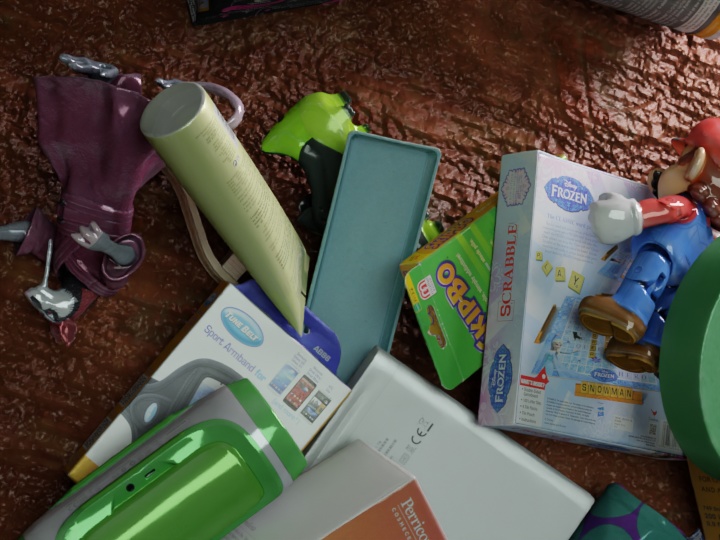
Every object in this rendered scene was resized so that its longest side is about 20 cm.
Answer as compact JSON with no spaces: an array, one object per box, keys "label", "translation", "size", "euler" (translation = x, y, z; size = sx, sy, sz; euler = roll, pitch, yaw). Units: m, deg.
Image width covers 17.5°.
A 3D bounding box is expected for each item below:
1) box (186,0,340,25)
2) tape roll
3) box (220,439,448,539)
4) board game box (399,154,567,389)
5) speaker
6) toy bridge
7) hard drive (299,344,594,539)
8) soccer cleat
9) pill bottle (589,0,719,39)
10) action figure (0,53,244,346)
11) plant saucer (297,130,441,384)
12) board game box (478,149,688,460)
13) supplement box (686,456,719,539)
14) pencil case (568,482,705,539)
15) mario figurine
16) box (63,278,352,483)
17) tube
[{"label":"box","translation":[-0.029,-0.266,1.693],"size":[0.199,0.115,0.133],"euler":[-12,88,-21]},{"label":"tape roll","translation":[0.307,0.062,1.687],"size":[0.199,0.048,0.202],"euler":[-5,100,-31]},{"label":"box","translation":[-0.031,0.240,1.608],"size":[0.199,0.106,0.153],"euler":[-32,110,-13]},{"label":"board game box","translation":[0.101,0.000,1.712],"size":[0.200,0.030,0.096],"euler":[-37,113,-42]},{"label":"speaker","translation":[-0.137,0.160,1.577],"size":[0.200,0.088,0.089],"euler":[-36,96,-6]},{"label":"toy bridge","translation":[-0.081,-0.017,1.692],"size":[0.200,0.027,0.067],"euler":[44,73,-11]},{"label":"hard drive","translation":[0.054,0.164,1.700],"size":[0.199,0.027,0.132],"euler":[35,93,-13]},{"label":"soccer cleat","translation":[0.005,-0.039,1.712],"size":[0.081,0.068,0.200],"euler":[-34,105,9]},{"label":"pill bottle","translation":[0.203,-0.257,1.776],"size":[0.199,0.116,0.117],"euler":[16,78,-18]},{"label":"action figure","translation":[-0.186,-0.046,1.631],"size":[0.149,0.133,0.201],"euler":[-4,110,-54]},{"label":"plant saucer","translation":[0.000,0.000,1.676],"size":[0.069,0.019,0.201],"euler":[11,105,-13]},{"label":"board game box","translation":[0.177,0.030,1.735],"size":[0.199,0.041,0.201],"euler":[14,78,-41]},{"label":"supplement box","translation":[0.285,0.132,1.758],"size":[0.069,0.066,0.201],"euler":[-22,103,-40]},{"label":"pencil case","translation":[0.165,0.258,1.717],"size":[0.200,0.085,0.092],"euler":[-52,123,-17]},{"label":"mario figurine","translation":[0.220,-0.027,1.717],"size":[0.106,0.124,0.201],"euler":[29,70,8]},{"label":"box","translation":[-0.100,0.103,1.644],"size":[0.119,0.041,0.200],"euler":[41,86,-11]},{"label":"tube","translation":[-0.083,-0.043,1.601],"size":[0.058,0.052,0.200],"euler":[-49,132,-16]}]
